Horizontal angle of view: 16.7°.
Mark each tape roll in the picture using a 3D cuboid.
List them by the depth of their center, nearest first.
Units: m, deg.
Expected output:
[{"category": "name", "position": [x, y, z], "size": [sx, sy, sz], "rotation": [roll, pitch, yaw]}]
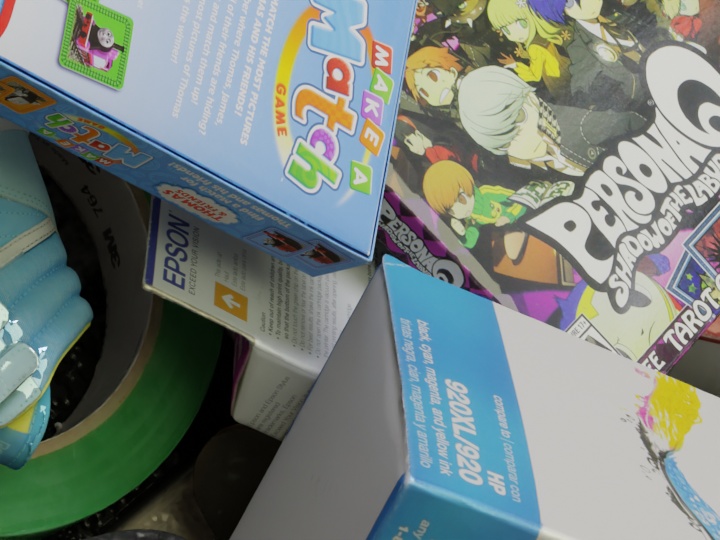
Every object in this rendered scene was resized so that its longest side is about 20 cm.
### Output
[{"category": "tape roll", "position": [-0.148, 0.002, 0.893], "size": [0.200, 0.048, 0.201], "rotation": [10, 69, -26]}]

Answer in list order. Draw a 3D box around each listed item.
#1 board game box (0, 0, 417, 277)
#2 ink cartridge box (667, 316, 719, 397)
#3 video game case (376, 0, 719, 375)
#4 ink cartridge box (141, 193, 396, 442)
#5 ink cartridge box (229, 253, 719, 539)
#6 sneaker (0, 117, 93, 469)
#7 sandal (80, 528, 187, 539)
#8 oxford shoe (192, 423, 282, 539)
[{"category": "board game box", "position": [-0.065, -0.105, 0.799], "size": [0.200, 0.037, 0.152], "rotation": [27, 62, -34]}, {"category": "ink cartridge box", "position": [0.205, -0.041, 1.021], "size": [0.144, 0.084, 0.201], "rotation": [12, 69, -2]}, {"category": "video game case", "position": [0.085, -0.064, 0.922], "size": [0.181, 0.036, 0.200], "rotation": [46, 63, -1]}, {"category": "ink cartridge box", "position": [0.000, 0.000, 0.933], "size": [0.200, 0.043, 0.197], "rotation": [26, 33, -19]}, {"category": "ink cartridge box", "position": [0.068, 0.121, 0.805], "size": [0.199, 0.148, 0.145], "rotation": [22, 23, -14]}, {"category": "sneaker", "position": [-0.172, 0.021, 0.799], "size": [0.200, 0.080, 0.131], "rotation": [-25, 86, -32]}, {"category": "sandal", "position": [-0.140, 0.138, 0.842], "size": [0.200, 0.048, 0.075], "rotation": [-5, 48, -26]}, {"category": "oxford shoe", "position": [0.028, 0.105, 0.927], "size": [0.200, 0.071, 0.071], "rotation": [28, 29, -12]}]
